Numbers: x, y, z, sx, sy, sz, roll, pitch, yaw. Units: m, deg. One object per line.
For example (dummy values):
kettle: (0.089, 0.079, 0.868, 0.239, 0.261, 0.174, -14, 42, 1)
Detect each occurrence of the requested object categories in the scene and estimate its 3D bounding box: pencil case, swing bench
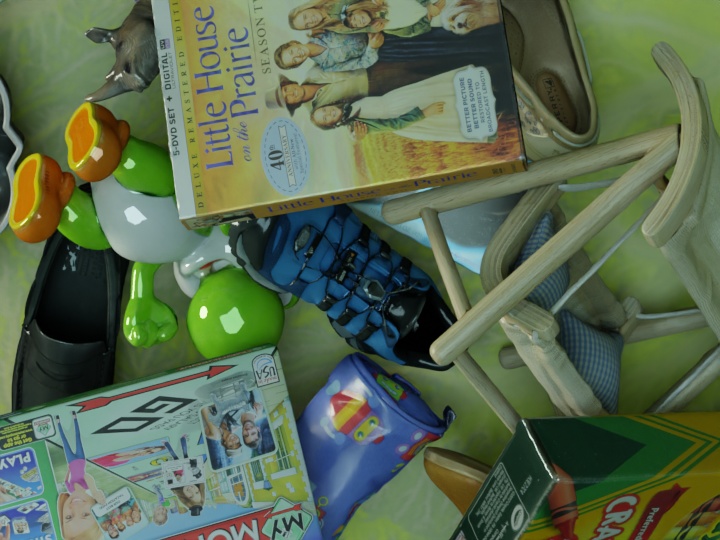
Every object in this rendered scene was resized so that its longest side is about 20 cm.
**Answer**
pencil case: (-0.031, 0.142, 1.514, 0.078, 0.087, 0.200, 42, 103, 9)
swing bench: (0.150, 0.008, 1.399, 0.199, 0.130, 0.199, -28, 140, 11)

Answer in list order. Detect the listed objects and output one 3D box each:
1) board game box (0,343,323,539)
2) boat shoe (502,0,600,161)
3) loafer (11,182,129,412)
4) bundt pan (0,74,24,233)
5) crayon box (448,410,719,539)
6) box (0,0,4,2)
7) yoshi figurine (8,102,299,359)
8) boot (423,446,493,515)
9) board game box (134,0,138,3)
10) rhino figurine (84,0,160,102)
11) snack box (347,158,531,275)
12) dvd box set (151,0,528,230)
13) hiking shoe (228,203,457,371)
board game box: (-0.130, 0.133, 1.421, 0.199, 0.029, 0.136, -15, 95, -13)
boat shoe: (0.095, -0.160, 1.438, 0.073, 0.063, 0.201, -26, 84, -10)
loafer: (-0.187, 0.043, 1.518, 0.068, 0.070, 0.202, 14, 102, 5)
bundt pan: (-0.300, -0.077, 1.504, 0.200, 0.076, 0.204, 1, 101, 6)
crayon box: (0.161, 0.141, 1.414, 0.199, 0.051, 0.127, -1, 136, -31)
box: (-0.243, -0.258, 1.449, 0.117, 0.048, 0.201, -25, 72, 9)
yoshi figurine: (-0.110, -0.008, 1.448, 0.199, 0.112, 0.113, 33, 74, -35)
boot: (0.090, 0.210, 1.499, 0.200, 0.071, 0.145, 31, 92, -23)
board game box: (-0.065, -0.250, 1.430, 0.199, 0.120, 0.032, -31, 133, 10)
rhino figurine: (-0.094, -0.169, 1.441, 0.200, 0.087, 0.060, -47, 126, -12)
snack box: (0.020, -0.093, 1.489, 0.199, 0.037, 0.117, 27, 100, 0)
dvd box set: (-0.014, -0.111, 1.355, 0.198, 0.029, 0.148, -9, 77, 6)
hiking shoe: (0.000, 0.000, 1.432, 0.086, 0.200, 0.075, 22, 82, 37)
